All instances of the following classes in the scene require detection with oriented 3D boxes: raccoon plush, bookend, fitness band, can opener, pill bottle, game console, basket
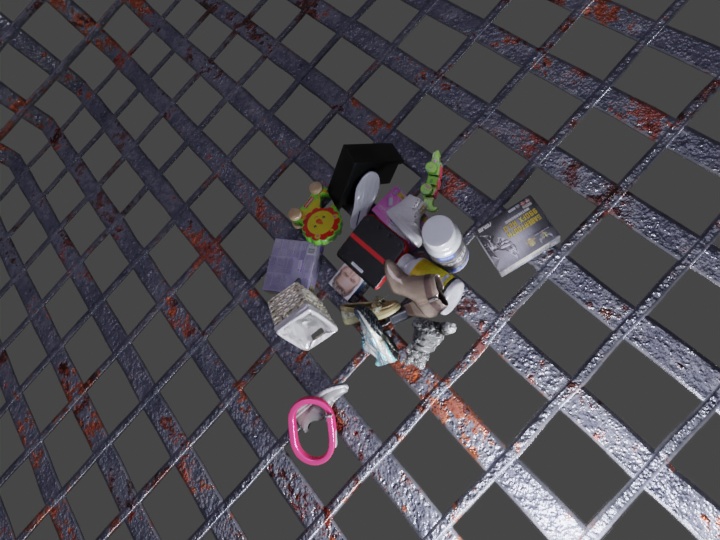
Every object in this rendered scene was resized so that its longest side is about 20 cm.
[{"bbox_3d":[0.184,0.208,1.452,0.095,0.200,0.137,20,78,-5],"label":"raccoon plush"},{"bbox_3d":[0.015,-0.318,1.743,0.197,0.200,0.093,-11,55,-31],"label":"bookend"},{"bbox_3d":[-0.141,0.470,1.520,0.140,0.037,0.205,-3,98,11],"label":"fitness band"},{"bbox_3d":[0.114,0.158,1.574,0.197,0.053,0.068,-25,95,12],"label":"can opener"},{"bbox_3d":[0.246,-0.076,1.510,0.111,0.200,0.116,-7,68,19],"label":"pill bottle"},{"bbox_3d":[0.199,0.034,1.539,0.199,0.112,0.113,34,86,28],"label":"pill bottle"},{"bbox_3d":[0.039,-0.063,1.624,0.199,0.031,0.178,41,96,31],"label":"game console"},{"bbox_3d":[-0.181,0.142,1.611,0.134,0.200,0.125,-33,57,7],"label":"basket"}]

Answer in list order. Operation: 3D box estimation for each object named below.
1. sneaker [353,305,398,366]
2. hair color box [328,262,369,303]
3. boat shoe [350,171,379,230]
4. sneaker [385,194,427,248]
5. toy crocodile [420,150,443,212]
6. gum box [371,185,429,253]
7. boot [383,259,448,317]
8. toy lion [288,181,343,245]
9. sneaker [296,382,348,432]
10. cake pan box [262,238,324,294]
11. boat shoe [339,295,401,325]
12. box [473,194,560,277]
[{"bbox_3d":[0.028,0.200,1.530,0.085,0.078,0.202,-31,98,19],"label":"sneaker"},{"bbox_3d":[0.000,0.000,1.664,0.100,0.060,0.201,38,89,29],"label":"hair color box"},{"bbox_3d":[0.010,-0.231,1.699,0.071,0.071,0.203,20,110,-3],"label":"boat shoe"},{"bbox_3d":[0.160,-0.159,1.549,0.115,0.074,0.201,-39,42,6],"label":"sneaker"},{"bbox_3d":[0.236,-0.287,1.669,0.060,0.068,0.204,9,77,19],"label":"toy crocodile"},{"bbox_3d":[0.135,-0.168,1.666,0.113,0.066,0.201,-43,61,4],"label":"gum box"},{"bbox_3d":[0.160,0.039,1.452,0.145,0.070,0.203,-26,95,45],"label":"boot"},{"bbox_3d":[-0.135,-0.186,1.770,0.189,0.069,0.201,27,68,22],"label":"toy lion"},{"bbox_3d":[-0.110,0.410,1.564,0.199,0.075,0.083,-36,77,12],"label":"sneaker"},{"bbox_3d":[-0.229,-0.012,1.770,0.180,0.052,0.204,5,73,22],"label":"cake pan box"},{"bbox_3d":[0.028,0.118,1.590,0.196,0.073,0.064,-15,101,20],"label":"boat shoe"},{"bbox_3d":[0.455,-0.101,1.519,0.198,0.048,0.160,-31,62,9],"label":"box"}]
